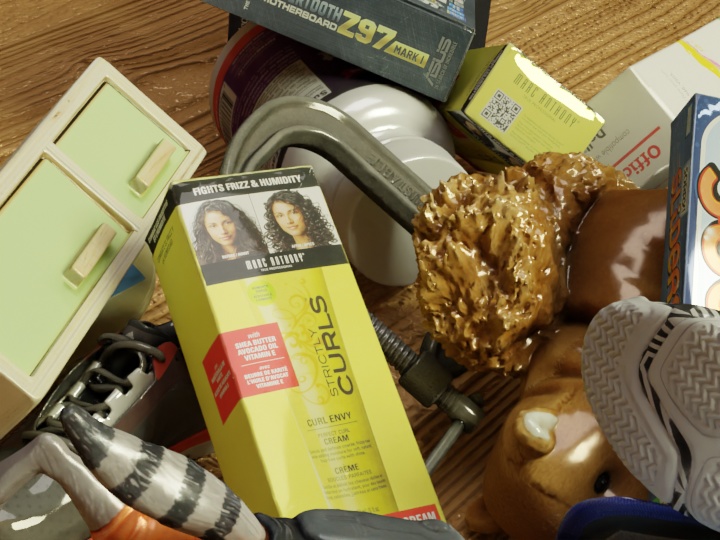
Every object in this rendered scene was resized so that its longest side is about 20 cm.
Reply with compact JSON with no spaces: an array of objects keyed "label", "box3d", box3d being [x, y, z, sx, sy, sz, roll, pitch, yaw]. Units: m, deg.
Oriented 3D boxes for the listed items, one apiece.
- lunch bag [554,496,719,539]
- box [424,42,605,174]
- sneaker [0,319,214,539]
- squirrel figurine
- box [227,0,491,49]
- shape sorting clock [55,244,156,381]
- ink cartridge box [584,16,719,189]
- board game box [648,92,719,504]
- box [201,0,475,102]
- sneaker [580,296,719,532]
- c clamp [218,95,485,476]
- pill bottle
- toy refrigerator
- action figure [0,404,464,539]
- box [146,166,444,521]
[{"label":"lunch bag","box3d":[0.154,0.156,0.592,0.169,0.128,0.200,8,8,2]},{"label":"box","box3d":[0.082,-0.096,0.980,0.075,0.050,0.200,37,0,-12]},{"label":"sneaker","box3d":[-0.119,0.063,0.732,0.077,0.082,0.200,20,32,24]},{"label":"squirrel figurine","box3d":[0.102,0.040,0.761,0.200,0.142,0.187,40,58,10]},{"label":"box","box3d":[0.005,-0.245,1.177,0.181,0.201,0.104,13,31,14]},{"label":"shape sorting clock","box3d":[-0.207,0.014,0.844,0.198,0.039,0.201,-5,34,3]},{"label":"ink cartridge box","box3d":[0.181,-0.087,1.006,0.067,0.117,0.200,52,42,6]},{"label":"board game box","box3d":[0.197,0.030,0.694,0.134,0.034,0.201,10,67,-7]},{"label":"box","box3d":[-0.008,-0.177,0.986,0.157,0.051,0.200,22,19,-3]},{"label":"sneaker","box3d":[0.184,0.060,0.583,0.199,0.076,0.115,25,22,33]},{"label":"c clamp","box3d":[0.000,0.000,0.802,0.200,0.027,0.171,45,48,4]},{"label":"pill bottle","box3d":[-0.010,-0.075,0.965,0.111,0.112,0.200,-8,33,-23]},{"label":"toy refrigerator","box3d":[-0.150,-0.013,0.752,0.076,0.070,0.200,41,39,-12]},{"label":"action figure","box3d":[-0.013,0.115,0.504,0.192,0.105,0.200,14,8,-23]},{"label":"box","box3d":[-0.029,0.054,0.694,0.075,0.050,0.201,-7,63,-25]}]
